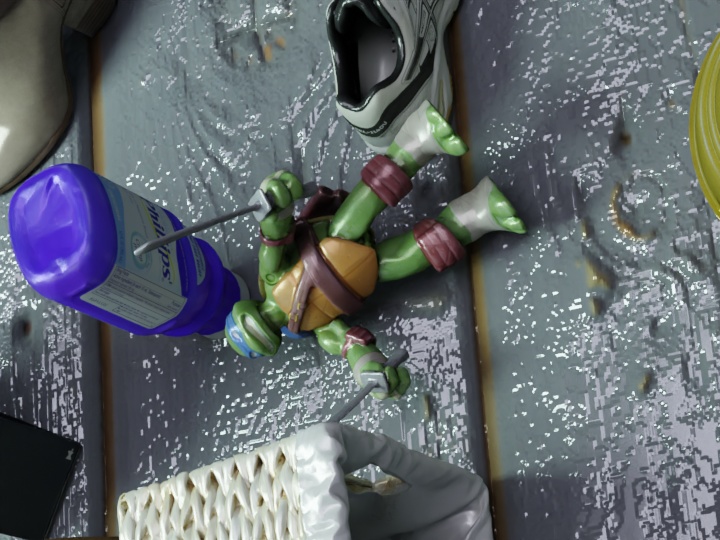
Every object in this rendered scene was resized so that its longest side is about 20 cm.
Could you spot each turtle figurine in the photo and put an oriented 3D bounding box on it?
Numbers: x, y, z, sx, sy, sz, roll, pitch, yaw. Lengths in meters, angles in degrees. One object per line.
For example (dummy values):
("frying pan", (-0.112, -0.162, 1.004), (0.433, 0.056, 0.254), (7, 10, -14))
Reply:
("turtle figurine", (0.000, 0.000, 1.276), (0.193, 0.200, 0.144), (-39, 76, 4))

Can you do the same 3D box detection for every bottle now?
("bottle", (-0.138, -0.002, 1.328), (0.065, 0.200, 0.084), (-27, 63, 19))

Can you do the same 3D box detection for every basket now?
("basket", (-0.024, 0.209, 1.205), (0.160, 0.198, 0.202), (-15, 69, 27))

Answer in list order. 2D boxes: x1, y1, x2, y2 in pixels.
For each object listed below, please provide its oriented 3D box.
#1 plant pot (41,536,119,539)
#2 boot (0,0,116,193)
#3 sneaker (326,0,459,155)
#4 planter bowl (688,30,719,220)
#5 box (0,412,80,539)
("plant pot", (-0.203, 0.242, 1.293), (0.185, 0.200, 0.188), (-9, 71, 27))
("boot", (-0.252, -0.159, 1.469), (0.070, 0.146, 0.201), (29, 91, 30))
("sneaker", (0.019, -0.176, 1.360), (0.075, 0.088, 0.202), (-13, 68, 27))
("planter bowl", (0.268, -0.105, 1.203), (0.199, 0.083, 0.203), (-9, 71, 26))
("box", (-0.302, 0.109, 1.385), (0.140, 0.200, 0.080), (14, 83, 32))
